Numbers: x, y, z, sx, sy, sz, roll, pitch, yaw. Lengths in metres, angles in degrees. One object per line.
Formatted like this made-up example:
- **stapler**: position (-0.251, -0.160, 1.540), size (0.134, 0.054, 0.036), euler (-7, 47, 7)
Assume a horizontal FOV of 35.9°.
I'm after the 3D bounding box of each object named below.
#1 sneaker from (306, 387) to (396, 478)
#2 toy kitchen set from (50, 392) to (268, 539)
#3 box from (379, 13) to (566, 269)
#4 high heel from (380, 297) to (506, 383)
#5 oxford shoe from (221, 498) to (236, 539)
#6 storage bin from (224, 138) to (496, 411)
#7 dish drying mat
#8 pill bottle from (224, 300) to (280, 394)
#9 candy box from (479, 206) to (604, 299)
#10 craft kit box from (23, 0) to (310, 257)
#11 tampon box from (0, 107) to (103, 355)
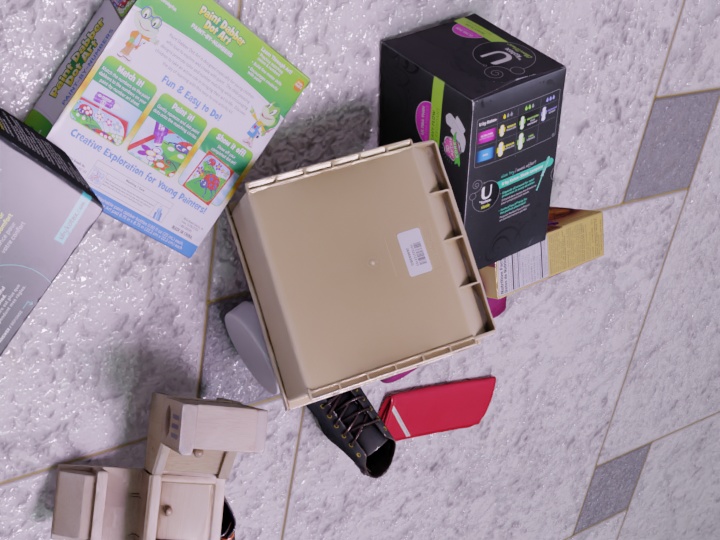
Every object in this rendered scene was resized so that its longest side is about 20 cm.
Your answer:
- **sneaker**: position (-0.017, 0.142, 1.229), size (0.075, 0.106, 0.201), euler (-39, 138, -13)
- **toy kitchen set**: position (-0.194, 0.218, 1.030), size (0.160, 0.180, 0.204), euler (7, 85, -20)
- **box**: position (0.107, -0.127, 1.116), size (0.123, 0.148, 0.203), euler (-23, 132, -27)
- **high heel**: position (0.101, 0.077, 1.325), size (0.201, 0.067, 0.096), euler (-51, 131, -22)
- **oxford shoe**: position (-0.168, 0.285, 1.219), size (0.071, 0.072, 0.202), euler (-32, 136, -20)
- **storage bin**: position (0.000, 0.000, 1.034), size (0.195, 0.203, 0.094), euler (-16, 174, -17)
- **dish drying mat**: position (0.098, 0.181, 1.433), size (0.198, 0.018, 0.078), euler (-3, 119, -42)
- **pill bottle**: position (-0.031, 0.033, 1.130), size (0.199, 0.116, 0.117), euler (-33, 137, -21)
- **candy box**: position (0.172, -0.025, 1.255), size (0.198, 0.116, 0.058), euler (-17, 109, -41)
- **craft kit box**: position (-0.164, -0.134, 0.942), size (0.199, 0.048, 0.199), euler (-52, 140, 5)
- **tampon box**: position (-0.309, -0.057, 0.767), size (0.199, 0.126, 0.151), euler (37, 92, -35)
